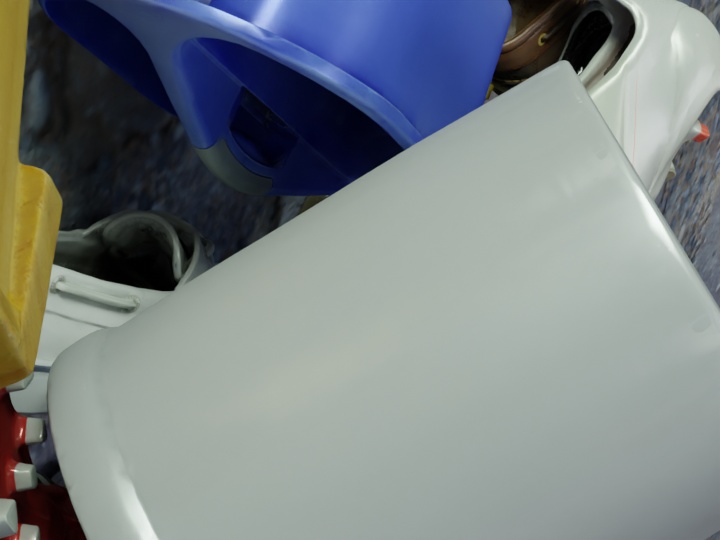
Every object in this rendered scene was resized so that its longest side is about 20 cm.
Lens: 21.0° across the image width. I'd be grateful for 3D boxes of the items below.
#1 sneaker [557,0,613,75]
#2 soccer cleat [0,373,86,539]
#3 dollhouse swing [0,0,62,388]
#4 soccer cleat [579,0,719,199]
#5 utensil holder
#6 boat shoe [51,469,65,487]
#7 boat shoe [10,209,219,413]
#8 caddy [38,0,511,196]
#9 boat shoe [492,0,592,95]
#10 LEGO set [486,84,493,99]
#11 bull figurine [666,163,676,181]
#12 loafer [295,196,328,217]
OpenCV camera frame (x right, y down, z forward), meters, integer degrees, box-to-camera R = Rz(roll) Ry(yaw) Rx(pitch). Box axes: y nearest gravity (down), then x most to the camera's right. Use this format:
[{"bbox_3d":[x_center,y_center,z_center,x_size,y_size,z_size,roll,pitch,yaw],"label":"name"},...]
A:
[{"bbox_3d":[0.098,-0.045,0.966,0.082,0.074,0.201,38,65,-52],"label":"sneaker"},{"bbox_3d":[-0.144,0.076,0.663,0.200,0.085,0.069,73,17,-63],"label":"soccer cleat"},{"bbox_3d":[-0.180,-0.073,0.524,0.181,0.176,0.200,-20,147,-1],"label":"dollhouse swing"},{"bbox_3d":[0.101,-0.033,0.891,0.201,0.077,0.069,-65,-164,-1],"label":"soccer cleat"},{"bbox_3d":[0.025,0.049,0.649,0.199,0.170,0.170,-32,156,8],"label":"utensil holder"},{"bbox_3d":[-0.092,0.159,0.866,0.072,0.071,0.200,-57,155,-22],"label":"boat shoe"},{"bbox_3d":[-0.082,0.010,0.754,0.200,0.073,0.066,-12,126,-63],"label":"boat shoe"},{"bbox_3d":[-0.029,-0.080,0.704,0.105,0.141,0.200,-67,156,-7],"label":"caddy"},{"bbox_3d":[0.116,-0.184,1.000,0.201,0.072,0.068,-63,158,-2],"label":"boat shoe"},{"bbox_3d":[0.073,-0.153,0.879,0.154,0.115,0.200,-59,155,-18],"label":"LEGO set"},{"bbox_3d":[0.151,-0.115,1.124,0.200,0.065,0.122,46,36,-57],"label":"bull figurine"},{"bbox_3d":[0.000,0.000,0.927,0.200,0.076,0.068,-44,149,-23],"label":"loafer"}]
